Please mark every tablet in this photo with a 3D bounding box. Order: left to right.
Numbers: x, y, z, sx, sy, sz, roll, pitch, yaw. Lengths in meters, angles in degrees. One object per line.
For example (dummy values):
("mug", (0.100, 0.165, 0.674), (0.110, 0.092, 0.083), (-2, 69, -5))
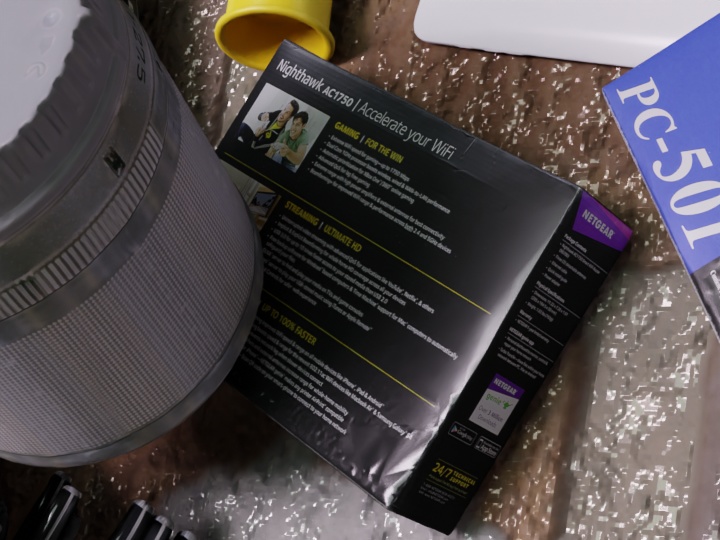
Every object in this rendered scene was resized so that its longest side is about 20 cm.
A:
("tablet", (0.120, -0.152, 0.716), (0.199, 0.014, 0.131), (13, 80, 40))

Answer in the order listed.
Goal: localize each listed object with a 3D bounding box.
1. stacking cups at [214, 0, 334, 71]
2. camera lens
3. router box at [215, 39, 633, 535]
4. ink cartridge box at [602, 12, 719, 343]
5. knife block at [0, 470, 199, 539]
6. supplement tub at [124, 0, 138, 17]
("stacking cups", (-0.032, -0.200, 0.827), (0.060, 0.060, 0.201), (-11, 60, 33))
("camera lens", (-0.137, -0.026, 0.646), (0.159, 0.200, 0.161), (-8, 58, 13))
("router box", (0.000, 0.000, 0.713), (0.200, 0.051, 0.150), (33, 91, 42))
("ink cartridge box", (0.169, -0.007, 0.590), (0.094, 0.044, 0.201), (-33, 58, 21))
("knife block", (-0.147, 0.197, 0.720), (0.064, 0.174, 0.202), (-178, 77, -75))
("supplement tub", (-0.174, -0.108, 0.844), (0.122, 0.122, 0.201), (-26, 58, 25))
